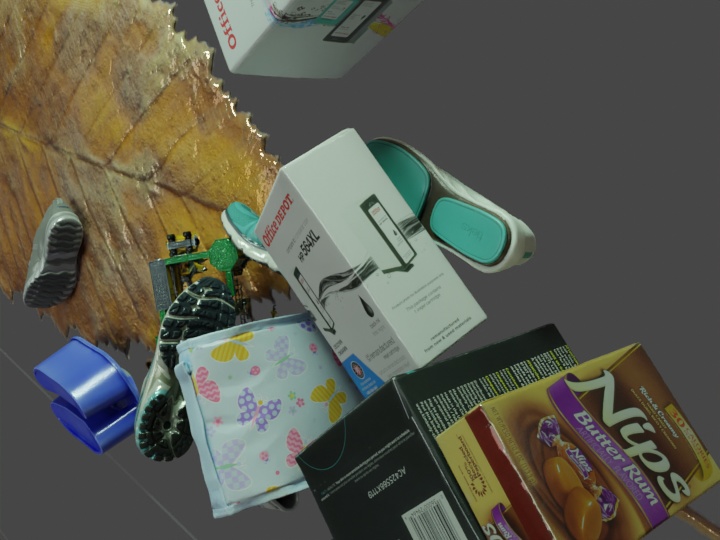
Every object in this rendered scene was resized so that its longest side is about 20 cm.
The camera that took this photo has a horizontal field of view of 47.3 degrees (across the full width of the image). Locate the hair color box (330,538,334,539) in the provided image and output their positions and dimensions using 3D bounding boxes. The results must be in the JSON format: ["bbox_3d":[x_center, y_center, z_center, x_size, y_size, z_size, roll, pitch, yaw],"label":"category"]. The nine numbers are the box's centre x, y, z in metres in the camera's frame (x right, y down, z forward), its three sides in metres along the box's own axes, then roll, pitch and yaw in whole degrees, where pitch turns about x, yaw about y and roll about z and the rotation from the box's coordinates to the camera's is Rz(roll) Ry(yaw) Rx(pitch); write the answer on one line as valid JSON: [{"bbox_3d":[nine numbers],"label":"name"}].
[{"bbox_3d":[0.039,0.348,0.785,0.199,0.060,0.100,27,113,35],"label":"hair color box"}]

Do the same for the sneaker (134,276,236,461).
[{"bbox_3d":[-0.203,0.100,0.896,0.086,0.077,0.202,-1,66,62],"label":"sneaker"}]

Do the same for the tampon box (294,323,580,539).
[{"bbox_3d":[0.082,0.147,0.647,0.150,0.199,0.127,-46,65,41],"label":"tampon box"}]

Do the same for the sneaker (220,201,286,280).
[{"bbox_3d":[-0.070,-0.035,0.884,0.199,0.077,0.080,27,96,35],"label":"sneaker"}]

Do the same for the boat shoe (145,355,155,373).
[{"bbox_3d":[-0.211,0.176,1.049,0.200,0.071,0.073,49,128,29],"label":"boat shoe"}]

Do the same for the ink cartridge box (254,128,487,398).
[{"bbox_3d":[0.000,0.000,0.731,0.201,0.084,0.146,54,155,6],"label":"ink cartridge box"}]

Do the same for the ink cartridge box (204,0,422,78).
[{"bbox_3d":[-0.035,-0.289,0.733,0.199,0.145,0.148,-32,74,44],"label":"ink cartridge box"}]

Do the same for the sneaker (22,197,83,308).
[{"bbox_3d":[-0.494,-0.024,1.325,0.201,0.074,0.082,-58,43,27],"label":"sneaker"}]

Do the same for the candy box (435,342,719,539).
[{"bbox_3d":[0.157,0.129,0.566,0.056,0.199,0.118,-45,66,41],"label":"candy box"}]

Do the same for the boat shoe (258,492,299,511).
[{"bbox_3d":[-0.113,0.200,0.923,0.065,0.074,0.201,13,142,30],"label":"boat shoe"}]

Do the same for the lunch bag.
[{"bbox_3d":[-0.084,0.134,0.819,0.127,0.199,0.172,-27,78,44],"label":"lunch bag"}]

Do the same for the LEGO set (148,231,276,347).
[{"bbox_3d":[-0.168,0.050,0.985,0.152,0.116,0.202,-17,88,16],"label":"LEGO set"}]

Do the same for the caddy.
[{"bbox_3d":[-0.392,0.178,1.220,0.199,0.105,0.143,18,132,42],"label":"caddy"}]

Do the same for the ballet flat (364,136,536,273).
[{"bbox_3d":[0.074,-0.055,0.720,0.200,0.069,0.070,38,122,40],"label":"ballet flat"}]
